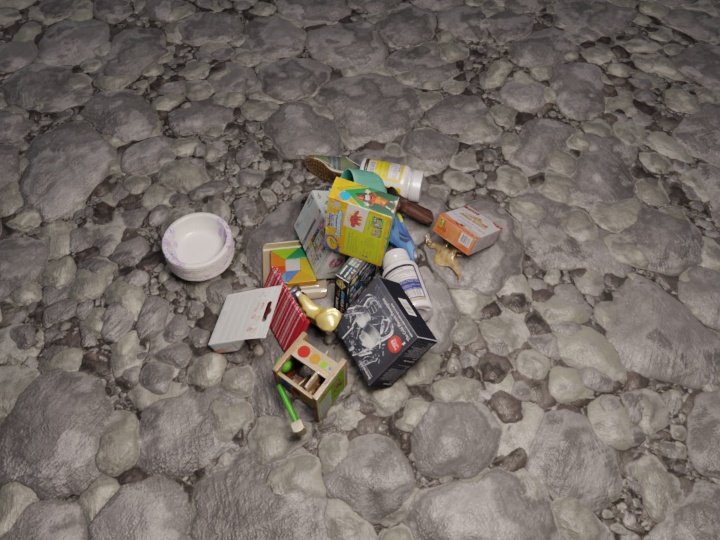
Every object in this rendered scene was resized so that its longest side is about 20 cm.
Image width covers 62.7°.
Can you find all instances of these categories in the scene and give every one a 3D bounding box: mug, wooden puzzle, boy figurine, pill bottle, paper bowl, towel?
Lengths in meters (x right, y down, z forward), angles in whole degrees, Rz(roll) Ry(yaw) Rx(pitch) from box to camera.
[{"bbox_3d":[0.009,-0.187,1.655,0.112,0.152,0.190,3,73,-23],"label":"mug"},{"bbox_3d":[-0.192,-0.006,1.701,0.180,0.038,0.204,-6,55,-5],"label":"wooden puzzle"},{"bbox_3d":[-0.126,0.100,1.549,0.065,0.125,0.198,-48,38,-15],"label":"boy figurine"},{"bbox_3d":[0.121,0.043,1.623,0.108,0.112,0.203,-11,55,-8],"label":"pill bottle"},{"bbox_3d":[-0.460,-0.059,1.696,0.195,0.105,0.204,0,54,0],"label":"paper bowl"},{"bbox_3d":[0.095,-0.278,1.849,0.195,0.115,0.116,12,55,8],"label":"pill bottle"},{"bbox_3d":[-0.207,0.110,1.562,0.022,0.146,0.201,-6,48,-40],"label":"towel"}]

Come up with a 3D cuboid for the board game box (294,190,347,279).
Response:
[{"bbox_3d":[-0.107,-0.101,1.672,0.063,0.148,0.203,-3,54,-34],"label":"board game box"}]

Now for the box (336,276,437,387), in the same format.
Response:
[{"bbox_3d":[0.060,0.156,1.490,0.183,0.103,0.202,-47,56,20],"label":"box"}]

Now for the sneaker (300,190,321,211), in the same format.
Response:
[{"bbox_3d":[-0.086,-0.205,1.798,0.196,0.089,0.076,-17,28,-13],"label":"sneaker"}]

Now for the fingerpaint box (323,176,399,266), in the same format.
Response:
[{"bbox_3d":[-0.002,-0.120,1.482,0.163,0.202,0.074,18,55,6],"label":"fingerpaint box"}]

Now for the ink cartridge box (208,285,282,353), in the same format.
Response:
[{"bbox_3d":[-0.291,0.127,1.547,0.196,0.050,0.165,-9,49,28],"label":"ink cartridge box"}]

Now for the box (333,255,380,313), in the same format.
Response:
[{"bbox_3d":[0.000,0.000,1.621,0.045,0.160,0.201,30,59,15],"label":"box"}]

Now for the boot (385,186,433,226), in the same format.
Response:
[{"bbox_3d":[0.150,-0.176,1.731,0.197,0.065,0.187,29,16,-23],"label":"boot"}]

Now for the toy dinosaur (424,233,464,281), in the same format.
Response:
[{"bbox_3d":[0.267,-0.042,1.730,0.100,0.059,0.201,-33,53,-4],"label":"toy dinosaur"}]

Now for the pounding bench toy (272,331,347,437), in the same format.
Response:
[{"bbox_3d":[-0.149,0.282,1.441,0.154,0.126,0.201,29,59,19],"label":"pounding bench toy"}]

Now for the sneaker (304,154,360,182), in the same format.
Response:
[{"bbox_3d":[-0.079,-0.339,1.927,0.197,0.068,0.090,25,50,16],"label":"sneaker"}]

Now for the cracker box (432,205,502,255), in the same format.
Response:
[{"bbox_3d":[0.314,-0.120,1.717,0.133,0.059,0.198,37,30,22],"label":"cracker box"}]

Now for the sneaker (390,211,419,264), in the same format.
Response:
[{"bbox_3d":[0.113,-0.086,1.748,0.077,0.067,0.203,-20,55,-4],"label":"sneaker"}]

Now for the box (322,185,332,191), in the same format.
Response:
[{"bbox_3d":[-0.020,-0.153,1.745,0.154,0.050,0.205,-4,71,-21],"label":"box"}]
